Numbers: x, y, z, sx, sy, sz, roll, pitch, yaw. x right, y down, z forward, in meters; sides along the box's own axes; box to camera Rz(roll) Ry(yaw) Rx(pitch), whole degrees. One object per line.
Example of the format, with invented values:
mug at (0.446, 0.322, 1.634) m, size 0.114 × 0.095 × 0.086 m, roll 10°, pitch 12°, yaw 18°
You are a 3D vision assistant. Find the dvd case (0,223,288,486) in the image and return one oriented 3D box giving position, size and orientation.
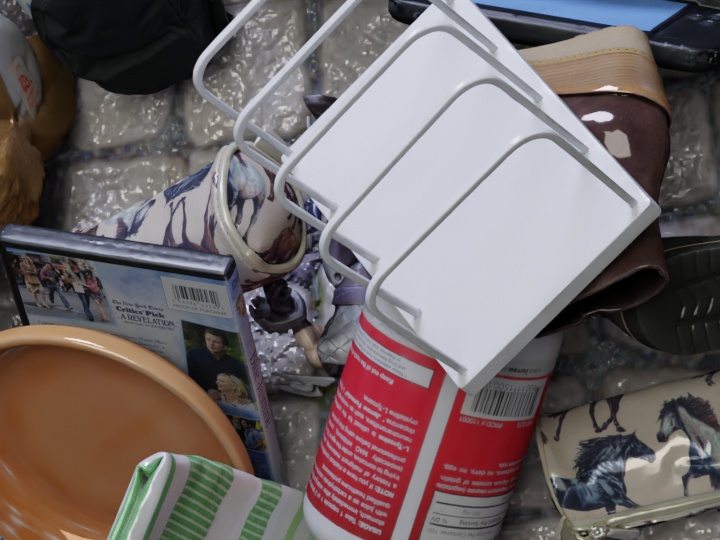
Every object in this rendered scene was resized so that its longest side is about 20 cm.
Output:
dvd case at (-0.123, 0.056, 1.561) m, size 0.143 × 0.200 × 0.018 m, roll 9°, pitch 48°, yaw 19°

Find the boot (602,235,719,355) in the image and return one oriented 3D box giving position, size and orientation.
boot at (0.216, -0.001, 1.528) m, size 0.200 × 0.138 × 0.078 m, roll -1°, pitch 96°, yaw -21°

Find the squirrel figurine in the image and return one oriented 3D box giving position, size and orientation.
squirrel figurine at (-0.285, -0.073, 1.664) m, size 0.186 × 0.142 × 0.200 m, roll -17°, pitch 67°, yaw 21°

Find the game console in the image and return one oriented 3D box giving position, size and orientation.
game console at (0.138, -0.199, 1.575) m, size 0.200 × 0.176 × 0.117 m, roll 11°, pitch 109°, yaw 20°

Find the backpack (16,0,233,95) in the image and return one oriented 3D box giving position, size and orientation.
backpack at (-0.165, -0.222, 1.652) m, size 0.126 × 0.167 × 0.200 m, roll -18°, pitch 61°, yaw 3°

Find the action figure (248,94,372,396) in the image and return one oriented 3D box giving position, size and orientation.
action figure at (0.000, 0.000, 1.595) m, size 0.130 × 0.069 × 0.200 m, roll 0°, pitch 82°, yaw 8°

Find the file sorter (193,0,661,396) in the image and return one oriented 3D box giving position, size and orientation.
file sorter at (0.027, -0.065, 1.407) m, size 0.139 × 0.125 × 0.200 m, roll -45°, pitch 52°, yaw 9°

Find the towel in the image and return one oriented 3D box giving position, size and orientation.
towel at (-0.084, 0.185, 1.507) m, size 0.023 × 0.200 × 0.153 m, roll 18°, pitch 85°, yaw 35°

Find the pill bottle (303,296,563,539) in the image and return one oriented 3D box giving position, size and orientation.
pill bottle at (0.033, 0.105, 1.516) m, size 0.112 × 0.112 × 0.200 m, roll 23°, pitch 106°, yaw 21°

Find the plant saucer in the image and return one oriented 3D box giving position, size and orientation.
plant saucer at (-0.151, 0.105, 1.573) m, size 0.200 × 0.200 × 0.037 m, roll 6°, pitch 40°, yaw 19°

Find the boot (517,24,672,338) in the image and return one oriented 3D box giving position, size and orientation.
boot at (0.078, -0.039, 1.475) m, size 0.200 × 0.072 × 0.167 m, roll -19°, pitch 52°, yaw 31°

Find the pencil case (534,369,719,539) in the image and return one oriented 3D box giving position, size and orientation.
pencil case at (0.200, 0.101, 1.501) m, size 0.200 × 0.078 × 0.090 m, roll -14°, pitch 57°, yaw 14°

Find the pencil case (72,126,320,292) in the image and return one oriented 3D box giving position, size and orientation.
pencil case at (-0.117, -0.010, 1.581) m, size 0.200 × 0.078 × 0.089 m, roll -23°, pitch 32°, yaw 40°
